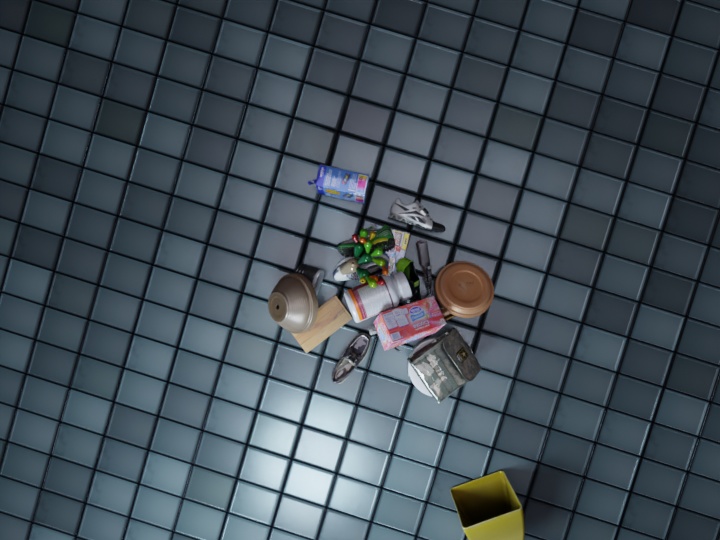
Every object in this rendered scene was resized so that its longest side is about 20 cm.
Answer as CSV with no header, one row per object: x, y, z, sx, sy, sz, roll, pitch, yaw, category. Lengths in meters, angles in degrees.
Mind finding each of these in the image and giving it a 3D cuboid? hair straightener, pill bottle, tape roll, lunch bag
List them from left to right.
0.056,0.081,1.625,0.198,0.110,0.111,-22,91,-6,pill bottle
0.218,-0.002,1.715,0.040,0.077,0.203,-4,91,0,hair straightener
0.261,0.330,1.744,0.200,0.037,0.206,0,92,2,tape roll
0.282,0.306,1.669,0.199,0.118,0.165,-35,90,-4,lunch bag

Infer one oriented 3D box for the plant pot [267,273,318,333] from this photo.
-0.238,0.112,1.672,0.199,0.092,0.204,5,98,41,plant pot

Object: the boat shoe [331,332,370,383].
-0.032,0.304,1.737,0.072,0.065,0.201,38,91,2,boat shoe

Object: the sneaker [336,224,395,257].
0.016,-0.095,1.693,0.198,0.078,0.086,-12,57,9,sneaker

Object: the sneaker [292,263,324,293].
-0.202,0.068,1.741,0.099,0.071,0.202,28,103,19,sneaker

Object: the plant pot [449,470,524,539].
0.433,0.824,1.683,0.198,0.200,0.178,-20,102,2,plant pot

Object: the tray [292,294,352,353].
-0.134,0.184,1.752,0.199,0.037,0.099,-37,91,1,tray

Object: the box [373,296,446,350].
0.155,0.167,1.618,0.198,0.095,0.103,-16,71,-21,box

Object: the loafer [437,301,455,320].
0.261,0.147,1.711,0.199,0.072,0.073,-32,118,4,loafer

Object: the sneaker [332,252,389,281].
0.000,0.000,1.666,0.198,0.086,0.077,-17,130,12,sneaker

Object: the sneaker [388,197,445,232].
0.199,-0.188,1.712,0.198,0.074,0.089,19,94,1,sneaker

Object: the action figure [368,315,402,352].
0.077,0.186,1.707,0.101,0.119,0.202,-17,79,1,action figure

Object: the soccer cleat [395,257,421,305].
0.169,0.055,1.697,0.067,0.081,0.202,-25,109,-22,soccer cleat

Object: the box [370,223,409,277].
0.080,-0.046,1.737,0.135,0.038,0.202,14,92,2,box

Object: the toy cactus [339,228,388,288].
0.000,-0.027,1.594,0.164,0.102,0.202,-26,74,32,toy cactus

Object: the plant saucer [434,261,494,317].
0.347,0.058,1.691,0.198,0.032,0.202,2,64,-3,plant saucer

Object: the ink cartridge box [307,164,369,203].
-0.073,-0.287,1.686,0.198,0.136,0.077,14,87,1,ink cartridge box
